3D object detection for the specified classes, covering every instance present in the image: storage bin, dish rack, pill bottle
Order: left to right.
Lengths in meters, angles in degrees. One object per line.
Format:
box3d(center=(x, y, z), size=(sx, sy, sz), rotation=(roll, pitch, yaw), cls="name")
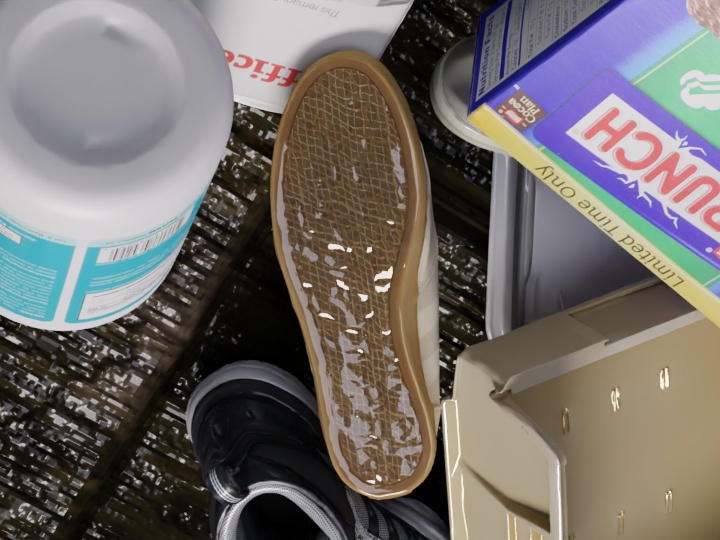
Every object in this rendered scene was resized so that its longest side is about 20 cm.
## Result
box3d(center=(-0.121, -0.041, 0.906), size=(0.110, 0.200, 0.111), rotation=(4, 71, -13), cls="pill bottle")
box3d(center=(0.148, 0.109, 1.022), size=(0.200, 0.094, 0.199), rotation=(-19, 120, -27), cls="storage bin")
box3d(center=(0.165, -0.027, 1.081), size=(0.199, 0.044, 0.172), rotation=(-2, 107, -15), cls="dish rack")

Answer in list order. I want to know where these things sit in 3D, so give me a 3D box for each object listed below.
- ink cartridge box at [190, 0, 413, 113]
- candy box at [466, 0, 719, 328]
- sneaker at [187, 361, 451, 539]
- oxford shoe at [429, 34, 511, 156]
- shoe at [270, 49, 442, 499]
box3d(center=(-0.037, -0.171, 0.911), size=(0.146, 0.083, 0.200), rotation=(14, 136, -19), cls="ink cartridge box")
box3d(center=(0.171, -0.087, 0.906), size=(0.169, 0.077, 0.200), rotation=(36, 132, -22), cls="candy box")
box3d(center=(-0.012, 0.142, 1.025), size=(0.075, 0.114, 0.200), rotation=(-35, 111, 15), cls="sneaker")
box3d(center=(0.131, -0.092, 1.011), size=(0.199, 0.058, 0.075), rotation=(0, 69, -11), cls="oxford shoe")
box3d(center=(0.000, 0.000, 0.963), size=(0.070, 0.053, 0.201), rotation=(-3, 104, 7), cls="shoe")
